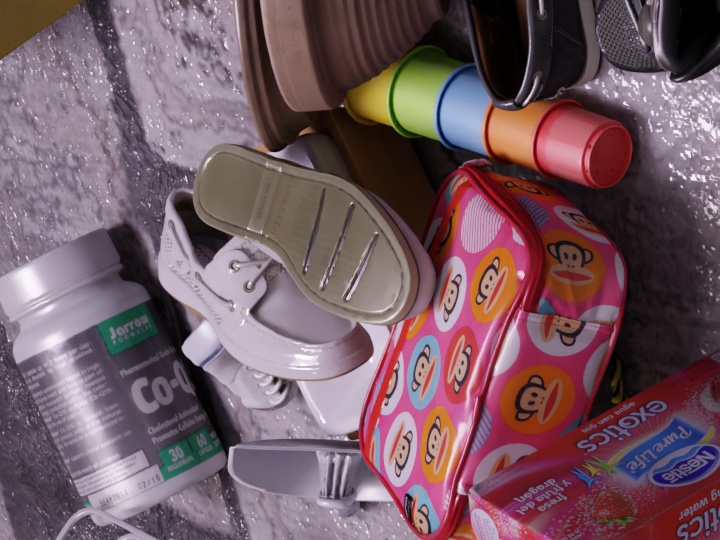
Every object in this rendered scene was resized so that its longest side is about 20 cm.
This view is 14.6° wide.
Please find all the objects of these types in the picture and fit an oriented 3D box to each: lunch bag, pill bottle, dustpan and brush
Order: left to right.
[{"bbox_3d":[-0.190,0.079,2.087,0.113,0.113,0.201,-24,93,58],"label":"pill bottle"},{"bbox_3d":[-0.013,0.143,1.889,0.200,0.139,0.058,15,-102,-87],"label":"dustpan and brush"},{"bbox_3d":[0.070,0.045,1.611,0.176,0.081,0.201,-127,52,-61],"label":"lunch bag"}]

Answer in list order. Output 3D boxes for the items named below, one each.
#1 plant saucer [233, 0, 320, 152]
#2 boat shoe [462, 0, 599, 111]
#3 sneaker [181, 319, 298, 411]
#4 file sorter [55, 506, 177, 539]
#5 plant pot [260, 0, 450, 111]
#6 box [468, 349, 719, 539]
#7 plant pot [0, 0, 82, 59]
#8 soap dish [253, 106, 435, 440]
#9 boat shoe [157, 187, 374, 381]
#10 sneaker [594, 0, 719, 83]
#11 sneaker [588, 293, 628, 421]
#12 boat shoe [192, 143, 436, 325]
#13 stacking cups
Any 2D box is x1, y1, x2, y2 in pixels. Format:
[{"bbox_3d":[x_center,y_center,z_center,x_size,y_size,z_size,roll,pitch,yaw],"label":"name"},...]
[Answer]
[{"bbox_3d":[-0.045,-0.171,1.676,0.029,0.200,0.201,-2,119,8],"label":"plant saucer"},{"bbox_3d":[0.077,-0.189,1.557,0.072,0.067,0.201,4,113,54],"label":"boat shoe"},{"bbox_3d":[-0.069,0.053,1.898,0.071,0.073,0.200,40,178,8],"label":"sneaker"},{"bbox_3d":[-0.143,0.282,2.052,0.124,0.139,0.200,20,164,46],"label":"file sorter"},{"bbox_3d":[0.002,-0.194,1.596,0.092,0.201,0.202,-2,118,10],"label":"plant pot"},{"bbox_3d":[0.164,0.136,1.532,0.095,0.199,0.100,29,134,44],"label":"box"},{"bbox_3d":[-0.301,-0.232,1.972,0.200,0.200,0.177,-6,119,56],"label":"plant pot"},{"bbox_3d":[0.000,0.000,1.786,0.157,0.081,0.201,-24,92,58],"label":"soap dish"},{"bbox_3d":[-0.067,0.005,1.743,0.200,0.071,0.070,30,136,44],"label":"boat shoe"},{"bbox_3d":[0.159,-0.137,1.431,0.199,0.114,0.077,-15,98,60],"label":"sneaker"},{"bbox_3d":[0.139,0.090,1.676,0.084,0.075,0.201,18,123,8],"label":"sneaker"},{"bbox_3d":[-0.015,-0.023,1.651,0.200,0.068,0.075,35,106,44],"label":"boat shoe"},{"bbox_3d":[0.075,-0.096,1.638,0.199,0.060,0.061,19,127,45],"label":"stacking cups"}]
